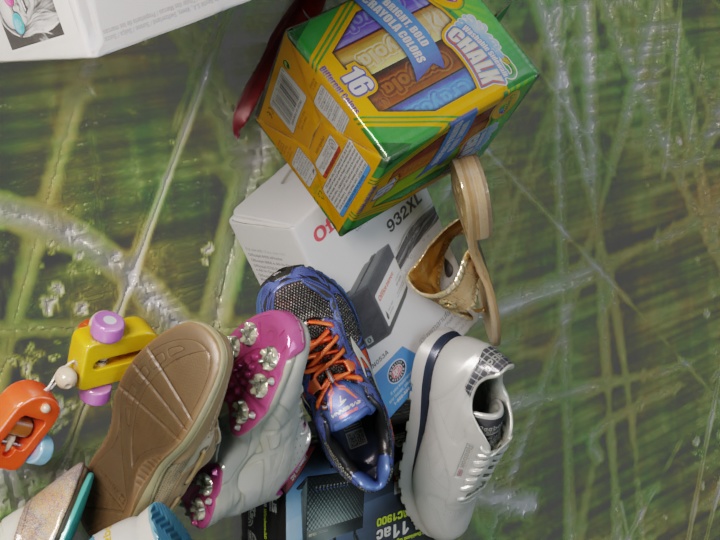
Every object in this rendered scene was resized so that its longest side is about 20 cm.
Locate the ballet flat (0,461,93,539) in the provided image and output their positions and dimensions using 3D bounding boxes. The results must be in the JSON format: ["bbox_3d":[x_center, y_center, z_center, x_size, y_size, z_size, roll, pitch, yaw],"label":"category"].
[{"bbox_3d":[-0.245,0.223,0.897,0.067,0.068,0.202,18,82,-5],"label":"ballet flat"}]

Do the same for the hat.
[{"bbox_3d":[-0.061,-0.256,1.036,0.166,0.175,0.201,54,22,-33],"label":"hat"}]

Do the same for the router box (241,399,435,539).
[{"bbox_3d":[-0.011,0.204,1.121,0.199,0.062,0.151,-9,103,-43],"label":"router box"}]

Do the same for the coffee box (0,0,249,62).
[{"bbox_3d":[-0.163,-0.253,0.809,0.199,0.197,0.202,-28,113,-37],"label":"coffee box"}]

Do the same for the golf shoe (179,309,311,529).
[{"bbox_3d":[-0.072,0.106,0.966,0.091,0.076,0.201,0,133,-36],"label":"golf shoe"}]

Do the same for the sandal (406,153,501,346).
[{"bbox_3d":[0.069,-0.009,1.052,0.069,0.078,0.213,-14,141,-2],"label":"sandal"}]

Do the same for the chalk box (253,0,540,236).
[{"bbox_3d":[0.041,-0.140,0.989,0.199,0.125,0.124,-30,76,-27],"label":"chalk box"}]

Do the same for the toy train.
[{"bbox_3d":[-0.192,0.092,0.940,0.151,0.056,0.199,-55,145,11],"label":"toy train"}]

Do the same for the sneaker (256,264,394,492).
[{"bbox_3d":[-0.016,0.084,0.993,0.075,0.078,0.201,-28,113,-3],"label":"sneaker"}]

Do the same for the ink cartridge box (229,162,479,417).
[{"bbox_3d":[0.000,0.000,1.086,0.145,0.083,0.201,-44,124,-30],"label":"ink cartridge box"}]

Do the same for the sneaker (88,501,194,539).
[{"bbox_3d":[-0.138,0.250,0.936,0.080,0.077,0.201,-24,124,2],"label":"sneaker"}]

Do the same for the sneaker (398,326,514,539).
[{"bbox_3d":[0.085,0.150,1.097,0.076,0.080,0.202,-30,129,-45],"label":"sneaker"}]

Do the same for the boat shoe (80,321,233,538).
[{"bbox_3d":[-0.135,0.112,0.918,0.064,0.071,0.201,-7,139,-49],"label":"boat shoe"}]
